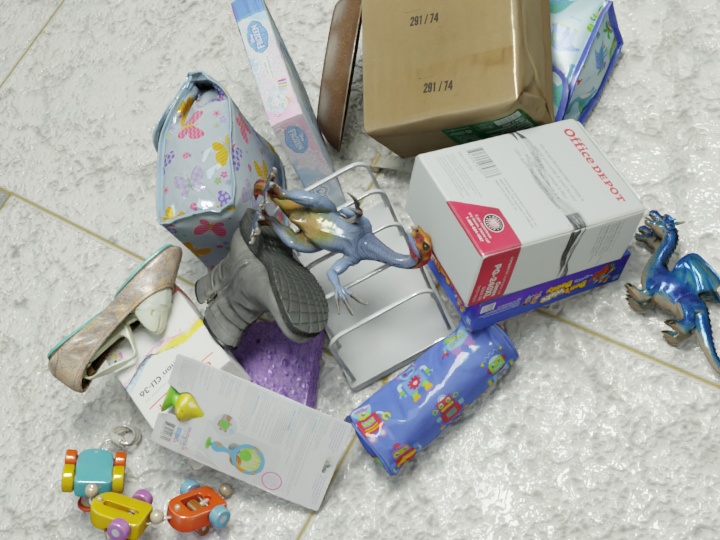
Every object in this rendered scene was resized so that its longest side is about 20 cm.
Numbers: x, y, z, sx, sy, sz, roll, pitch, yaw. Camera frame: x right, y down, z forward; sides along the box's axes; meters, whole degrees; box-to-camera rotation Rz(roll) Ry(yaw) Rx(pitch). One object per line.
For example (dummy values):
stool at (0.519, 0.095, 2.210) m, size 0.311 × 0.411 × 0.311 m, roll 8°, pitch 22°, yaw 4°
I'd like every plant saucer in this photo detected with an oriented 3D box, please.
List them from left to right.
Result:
plant saucer at (-0.025, -0.248, 1.278) m, size 0.036 × 0.201 × 0.204 m, roll 9°, pitch 65°, yaw -1°

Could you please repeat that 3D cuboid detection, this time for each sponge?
sponge at (-0.143, 0.116, 1.230) m, size 0.196 × 0.030 × 0.114 m, roll -4°, pitch 62°, yaw 18°

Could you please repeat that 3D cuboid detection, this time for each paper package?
paper package at (0.104, -0.239, 1.163) m, size 0.197 × 0.103 × 0.195 m, roll -8°, pitch 77°, yaw 32°

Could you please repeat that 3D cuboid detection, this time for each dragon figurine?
dragon figurine at (0.345, 0.022, 1.098) m, size 0.099 × 0.059 × 0.200 m, roll -40°, pitch 57°, yaw -4°

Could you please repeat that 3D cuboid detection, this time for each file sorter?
file sorter at (0.000, 0.000, 1.187) m, size 0.137 × 0.125 × 0.202 m, roll -27°, pitch 58°, yaw 2°

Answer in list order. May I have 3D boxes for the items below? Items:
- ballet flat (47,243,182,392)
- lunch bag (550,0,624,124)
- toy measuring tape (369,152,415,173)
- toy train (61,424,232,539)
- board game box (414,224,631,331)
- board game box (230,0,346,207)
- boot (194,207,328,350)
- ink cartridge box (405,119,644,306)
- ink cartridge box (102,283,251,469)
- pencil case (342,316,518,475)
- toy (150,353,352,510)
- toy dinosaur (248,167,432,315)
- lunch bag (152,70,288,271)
ballet flat at (-0.259, 0.060, 1.175) m, size 0.200 × 0.068 × 0.067 m, roll -44°, pitch 76°, yaw 0°
lunch bag at (0.193, -0.234, 1.249) m, size 0.168 × 0.127 × 0.203 m, roll 24°, pitch 84°, yaw 28°
toy measuring tape at (0.095, -0.108, 1.260) m, size 0.198 × 0.074 × 0.074 m, roll 11°, pitch 65°, yaw 48°
toy train at (-0.244, 0.253, 1.170) m, size 0.198 × 0.149 × 0.057 m, roll 27°, pitch 119°, yaw 35°
board game box at (0.173, -0.026, 1.138) m, size 0.197 × 0.045 × 0.135 m, roll -17°, pitch 55°, yaw -23°
board game box at (-0.084, -0.197, 1.270) m, size 0.043 × 0.201 × 0.201 m, roll -23°, pitch 58°, yaw 3°
boot at (-0.110, 0.040, 1.136) m, size 0.132 × 0.069 × 0.201 m, roll -53°, pitch 38°, yaw 22°
ink cartridge box at (0.167, -0.064, 1.082) m, size 0.197 × 0.084 × 0.146 m, roll -15°, pitch 53°, yaw -22°
ink cartridge box at (-0.207, 0.113, 1.196) m, size 0.116 × 0.068 × 0.200 m, roll -41°, pitch 58°, yaw -5°
pencil case at (0.075, 0.127, 1.124) m, size 0.199 × 0.078 × 0.087 m, roll -42°, pitch 38°, yaw -5°
toy at (-0.116, 0.165, 1.123) m, size 0.197 × 0.117 × 0.047 m, roll 21°, pitch 24°, yaw -3°
toy dinosaur at (-0.017, -0.051, 1.091) m, size 0.178 × 0.106 × 0.201 m, roll 14°, pitch 29°, yaw -14°
lunch bag at (-0.169, -0.116, 1.276) m, size 0.125 × 0.170 × 0.204 m, roll -11°, pitch 64°, yaw 16°
